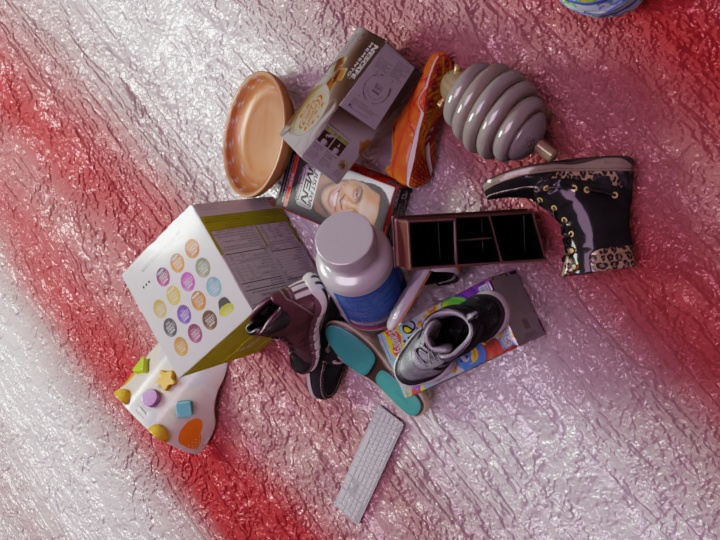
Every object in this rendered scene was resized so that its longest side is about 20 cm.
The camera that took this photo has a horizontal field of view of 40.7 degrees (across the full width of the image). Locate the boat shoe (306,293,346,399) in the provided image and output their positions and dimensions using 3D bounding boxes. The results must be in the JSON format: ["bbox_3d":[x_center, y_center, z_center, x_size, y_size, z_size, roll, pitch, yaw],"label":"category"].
[{"bbox_3d":[-0.033,0.112,1.526,0.060,0.074,0.202,17,97,34],"label":"boat shoe"}]

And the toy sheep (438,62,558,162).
[{"bbox_3d":[0.188,-0.210,1.308,0.199,0.138,0.139,35,113,23],"label":"toy sheep"}]

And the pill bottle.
[{"bbox_3d":[0.000,0.000,1.382,0.111,0.200,0.113,-5,64,11],"label":"pill bottle"}]

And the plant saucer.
[{"bbox_3d":[-0.158,-0.214,1.545,0.200,0.037,0.202,-11,76,54],"label":"plant saucer"}]

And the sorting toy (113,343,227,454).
[{"bbox_3d":[-0.325,0.191,1.717,0.200,0.107,0.181,38,95,22],"label":"sorting toy"}]

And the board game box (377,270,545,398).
[{"bbox_3d":[0.143,0.092,1.391,0.199,0.105,0.104,-30,80,30],"label":"board game box"}]

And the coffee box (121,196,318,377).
[{"bbox_3d":[-0.212,0.022,1.547,0.199,0.199,0.199,-39,76,31],"label":"coffee box"}]

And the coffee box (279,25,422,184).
[{"bbox_3d":[-0.017,-0.240,1.403,0.200,0.080,0.114,-52,33,7],"label":"coffee box"}]

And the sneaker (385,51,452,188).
[{"bbox_3d":[0.080,-0.223,1.412,0.077,0.073,0.201,29,108,37],"label":"sneaker"}]

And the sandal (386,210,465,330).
[{"bbox_3d":[0.108,0.010,1.390,0.059,0.079,0.207,33,73,-3],"label":"sandal"}]

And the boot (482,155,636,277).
[{"bbox_3d":[0.267,-0.067,1.283,0.198,0.073,0.152,-7,89,6],"label":"boot"}]

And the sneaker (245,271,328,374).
[{"bbox_3d":[-0.118,0.090,1.435,0.076,0.115,0.201,52,147,36],"label":"sneaker"}]

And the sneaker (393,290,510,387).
[{"bbox_3d":[0.100,0.097,1.289,0.200,0.114,0.076,-39,75,29],"label":"sneaker"}]

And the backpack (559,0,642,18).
[{"bbox_3d":[0.307,-0.420,1.215,0.162,0.154,0.202,15,117,23],"label":"backpack"}]

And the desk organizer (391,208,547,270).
[{"bbox_3d":[0.148,-0.042,1.319,0.198,0.077,0.072,-4,96,-11],"label":"desk organizer"}]

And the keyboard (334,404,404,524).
[{"bbox_3d":[0.012,0.313,1.556,0.056,0.011,0.201,32,111,25],"label":"keyboard"}]

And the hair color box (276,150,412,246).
[{"bbox_3d":[-0.027,-0.115,1.497,0.199,0.061,0.102,23,107,27],"label":"hair color box"}]

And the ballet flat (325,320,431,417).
[{"bbox_3d":[0.032,0.141,1.479,0.200,0.069,0.070,44,117,5],"label":"ballet flat"}]
